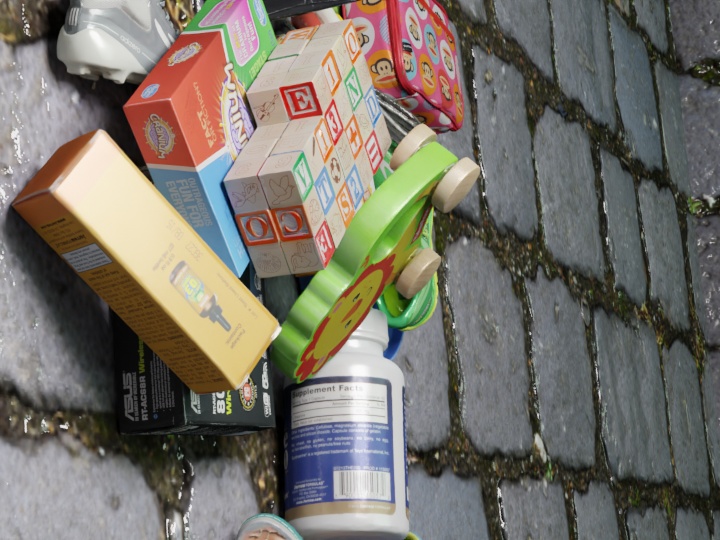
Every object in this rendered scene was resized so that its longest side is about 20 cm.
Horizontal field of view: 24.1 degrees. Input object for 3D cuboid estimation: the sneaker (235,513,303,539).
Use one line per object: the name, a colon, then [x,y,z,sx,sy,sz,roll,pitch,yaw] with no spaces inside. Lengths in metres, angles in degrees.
sneaker: [-0.052,0.278,1.424,0.080,0.071,0.201,-94,161,-66]

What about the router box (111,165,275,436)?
router box: [-0.132,0.027,1.317,0.150,0.061,0.203,12,71,-65]

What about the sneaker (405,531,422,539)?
sneaker: [0.038,0.339,1.594,0.131,0.079,0.201,61,20,-43]

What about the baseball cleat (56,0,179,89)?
baseball cleat: [-0.158,-0.185,1.303,0.200,0.069,0.108,1,101,-67]

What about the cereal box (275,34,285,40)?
cereal box: [-0.092,-0.108,1.494,0.200,0.039,0.145,-58,135,-59]

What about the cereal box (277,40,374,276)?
cereal box: [-0.037,-0.110,1.503,0.144,0.039,0.202,-33,113,-64]

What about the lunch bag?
lunch bag: [0.045,-0.248,1.836,0.200,0.081,0.178,32,49,-63]

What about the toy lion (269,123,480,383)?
toy lion: [0.000,0.000,1.392,0.192,0.068,0.201,-42,164,-36]

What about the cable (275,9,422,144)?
cable: [-0.007,-0.194,1.611,0.200,0.050,0.097,46,22,23]

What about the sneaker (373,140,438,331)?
sneaker: [0.033,-0.039,1.624,0.084,0.073,0.202,-35,114,-70]

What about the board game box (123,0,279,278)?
board game box: [-0.103,-0.108,1.295,0.201,0.040,0.154,-65,142,-53]

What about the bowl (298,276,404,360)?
bowl: [-0.009,-0.004,1.656,0.200,0.039,0.203,-9,90,-68]

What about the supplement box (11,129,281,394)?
supplement box: [-0.149,-0.002,1.189,0.200,0.069,0.067,48,56,-19]

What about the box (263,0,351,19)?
box: [-0.070,-0.327,1.491,0.115,0.131,0.202,-33,112,-69]

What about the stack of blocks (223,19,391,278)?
stack of blocks: [-0.042,-0.098,1.311,0.201,0.058,0.116,-65,141,-53]

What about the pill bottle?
pill bottle: [-0.014,0.139,1.496,0.111,0.110,0.202,33,52,-61]
